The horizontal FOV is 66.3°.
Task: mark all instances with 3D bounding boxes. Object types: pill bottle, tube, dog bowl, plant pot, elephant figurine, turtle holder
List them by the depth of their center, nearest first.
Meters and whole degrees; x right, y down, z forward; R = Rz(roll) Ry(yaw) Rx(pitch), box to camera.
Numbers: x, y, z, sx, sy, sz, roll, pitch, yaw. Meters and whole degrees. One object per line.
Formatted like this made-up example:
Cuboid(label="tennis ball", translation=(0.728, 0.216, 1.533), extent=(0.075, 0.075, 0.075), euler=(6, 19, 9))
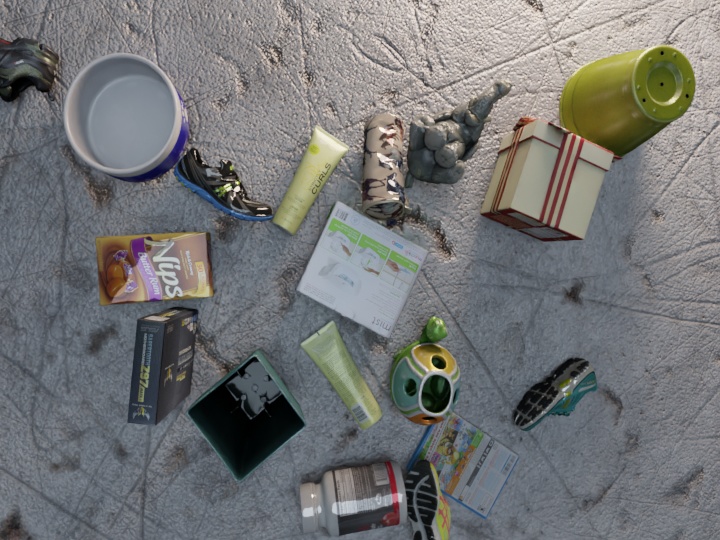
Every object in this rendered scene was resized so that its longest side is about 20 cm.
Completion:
Cuboid(label="plant pot", translation=(-0.189, 0.227, 0.958), extent=(0.140, 0.200, 0.143), euler=(-37, 96, -4))
Cuboid(label="dog bowl", translation=(-0.403, -0.262, 0.961), extent=(0.192, 0.079, 0.209), euler=(0, 87, -1))
Cuboid(label="pill bottle", translation=(-0.016, 0.430, 1.033), extent=(0.192, 0.111, 0.115), euler=(-7, 93, -7))
Cuboid(label="tube", translation=(-0.100, -0.166, 1.036), extent=(0.058, 0.051, 0.204), euler=(36, 79, -50))
Cuboid(label="turtle holder", translation=(0.135, 0.199, 1.036), extent=(0.139, 0.132, 0.188), euler=(35, 87, -7))
Cuboid(label="elephant figurine", translation=(0.181, -0.256, 1.037), extent=(0.200, 0.152, 0.145), euler=(-45, 135, -29))
Cuboid(label="plant pot", translation=(0.512, -0.324, 1.041), extent=(0.192, 0.193, 0.209), euler=(0, 92, -8))
Cuboid(label="tube", translation=(-0.029, 0.202, 1.052), extent=(0.058, 0.051, 0.203), euler=(-36, 94, -47))

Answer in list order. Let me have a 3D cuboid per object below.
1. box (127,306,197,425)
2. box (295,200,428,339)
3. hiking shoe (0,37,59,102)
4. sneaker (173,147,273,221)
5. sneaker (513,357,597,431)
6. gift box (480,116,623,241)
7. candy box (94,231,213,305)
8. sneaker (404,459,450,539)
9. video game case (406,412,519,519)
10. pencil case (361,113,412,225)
Cuboid(label="box", translation=(-0.329, 0.153, 0.936), extent=(0.049, 0.200, 0.164), euler=(7, 91, -2))
Cuboid(label="box", translation=(0.000, 0.000, 1.029), extent=(0.195, 0.097, 0.181), euler=(26, 89, -8))
Cuboid(label="hiking shoe", translation=(-0.626, -0.346, 0.941), extent=(0.192, 0.076, 0.105), euler=(4, 88, -9))
Cuboid(label="sneaker", translation=(-0.243, -0.153, 1.003), extent=(0.196, 0.071, 0.084), euler=(32, 94, -5))
Cuboid(label="sneaker", translation=(0.398, 0.263, 1.107), extent=(0.197, 0.077, 0.081), euler=(-34, 105, -6))
Cuboid(label="gift box", translation=(0.355, -0.169, 1.026), extent=(0.179, 0.200, 0.193), euler=(20, 88, -13))
Cuboid(label="candy box", translation=(-0.369, -0.005, 0.999), extent=(0.192, 0.056, 0.122), euler=(-4, 92, -9))
Cuboid(label="sneaker", translation=(0.136, 0.459, 1.074), extent=(0.076, 0.089, 0.208), euler=(2, 103, 34))
Cuboid(label="video game case", translation=(0.207, 0.386, 1.110), extent=(0.197, 0.018, 0.146), euler=(33, 88, -8))
Cuboid(label="pencil case", translation=(0.046, -0.189, 1.003), extent=(0.086, 0.078, 0.207), euler=(6, 66, -12))
